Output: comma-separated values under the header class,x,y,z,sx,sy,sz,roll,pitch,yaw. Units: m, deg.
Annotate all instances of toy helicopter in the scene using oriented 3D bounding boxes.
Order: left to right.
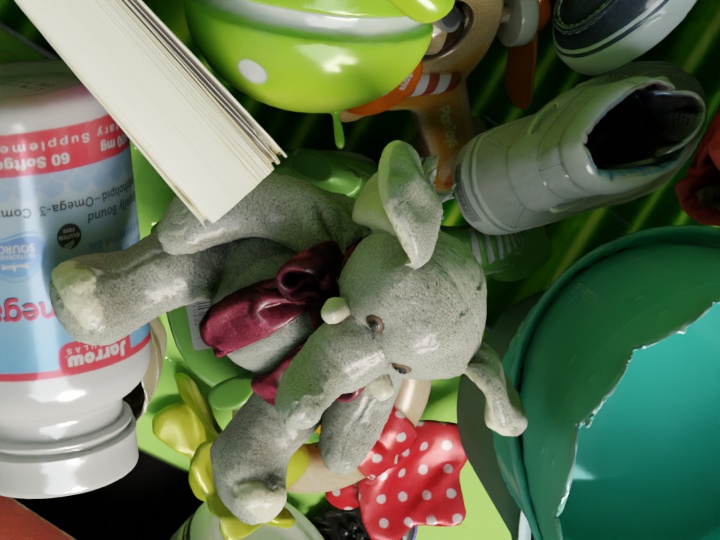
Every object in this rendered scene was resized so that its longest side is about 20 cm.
class,x,y,z,sx,sy,sz,roll,pitch,yaw
toy helicopter,0.045,-0.106,1.109,0.132,0.079,0.200,-26,149,-3

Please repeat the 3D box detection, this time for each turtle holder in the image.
class,x,y,z,sx,sy,sz,roll,pitch,yaw
turtle holder,-0.009,-0.006,1.137,0.185,0.141,0.132,-41,170,15

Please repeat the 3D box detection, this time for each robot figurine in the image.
class,x,y,z,sx,sy,sz,roll,pitch,yaw
robot figurine,-0.016,-0.161,0.951,0.115,0.175,0.201,-5,113,-33

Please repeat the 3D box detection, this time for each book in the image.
class,x,y,z,sx,sy,sz,roll,pitch,yaw
book,-0.127,-0.123,0.938,0.048,0.134,0.200,-41,124,1

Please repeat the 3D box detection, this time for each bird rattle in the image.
class,x,y,z,sx,sy,sz,roll,pitch,yaw
bird rattle,-0.012,0.091,1.272,0.200,0.113,0.163,3,119,-26

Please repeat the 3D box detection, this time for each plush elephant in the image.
class,x,y,z,sx,sy,sz,roll,pitch,yaw
plush elephant,-0.008,0.023,0.976,0.200,0.155,0.165,-37,112,-13

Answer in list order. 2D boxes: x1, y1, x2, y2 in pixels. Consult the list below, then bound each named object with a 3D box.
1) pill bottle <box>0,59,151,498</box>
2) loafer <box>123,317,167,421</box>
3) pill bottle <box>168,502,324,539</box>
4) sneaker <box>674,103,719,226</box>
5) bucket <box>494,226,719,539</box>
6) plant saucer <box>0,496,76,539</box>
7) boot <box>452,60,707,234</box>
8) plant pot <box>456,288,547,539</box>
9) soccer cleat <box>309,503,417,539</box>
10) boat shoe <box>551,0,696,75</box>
class,x,y,z,sx,sy,sz,roll,pitch,yaw
pill bottle,-0.160,0.004,1.054,0.108,0.109,0.201,-8,107,-10
loafer,-0.163,0.019,1.159,0.076,0.068,0.200,-30,137,14
pill bottle,-0.110,0.239,1.384,0.111,0.111,0.200,19,128,-34
sneaker,0.197,-0.058,1.108,0.085,0.077,0.200,-42,171,-1
bucket,0.167,0.084,1.042,0.207,0.135,0.208,-5,107,-15
plant saucer,-0.194,0.248,1.332,0.200,0.037,0.200,31,130,6
boot,0.142,-0.068,1.092,0.095,0.074,0.200,-14,-170,45
plant pot,0.153,0.104,1.230,0.200,0.196,0.201,-5,108,-14
soccer cleat,-0.010,0.210,1.433,0.073,0.068,0.200,-8,140,-47
boat shoe,0.143,-0.189,1.043,0.091,0.071,0.200,25,117,-35
